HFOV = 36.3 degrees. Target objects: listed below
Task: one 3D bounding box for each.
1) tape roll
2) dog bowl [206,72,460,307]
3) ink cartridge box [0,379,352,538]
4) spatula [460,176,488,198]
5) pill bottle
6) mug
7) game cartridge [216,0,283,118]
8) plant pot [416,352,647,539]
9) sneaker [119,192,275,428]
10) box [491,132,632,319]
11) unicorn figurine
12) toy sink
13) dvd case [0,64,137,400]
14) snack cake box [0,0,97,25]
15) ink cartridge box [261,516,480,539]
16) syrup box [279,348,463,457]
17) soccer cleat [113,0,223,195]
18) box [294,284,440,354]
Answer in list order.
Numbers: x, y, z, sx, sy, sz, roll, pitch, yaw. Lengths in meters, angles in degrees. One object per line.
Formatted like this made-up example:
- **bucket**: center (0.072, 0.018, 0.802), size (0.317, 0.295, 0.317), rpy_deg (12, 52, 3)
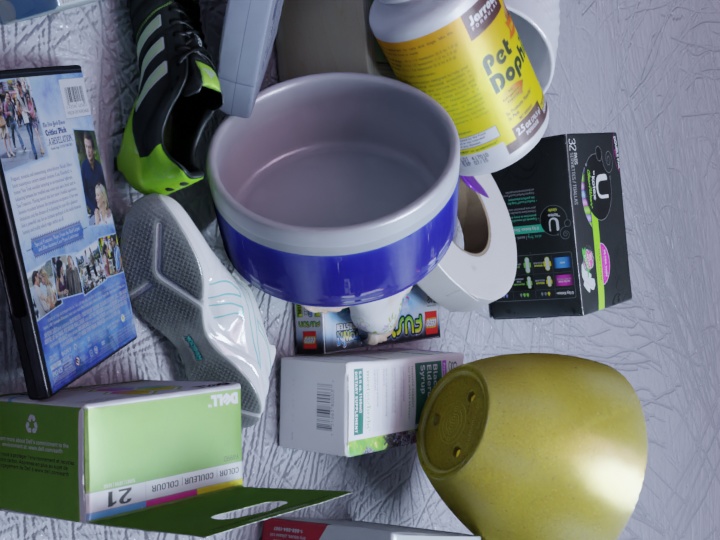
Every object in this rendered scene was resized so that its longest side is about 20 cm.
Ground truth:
- **tape roll**: center (0.088, -0.057, 1.113), size (0.202, 0.037, 0.206), rpy_deg (32, 45, -39)
- **dog bowl**: center (-0.020, -0.068, 0.871), size (0.080, 0.197, 0.201), rpy_deg (86, 28, -44)
- **ink cartridge box**: center (-0.123, 0.116, 0.717), size (0.147, 0.197, 0.077), rpy_deg (0, 87, -54)
- **spatula**: center (0.063, -0.093, 1.049), size (0.198, 0.021, 0.057), rpy_deg (-4, 50, -50)
- **pill bottle**: center (0.077, -0.187, 0.919), size (0.201, 0.108, 0.110), rpy_deg (58, 45, -34)
- **mug**: center (0.128, -0.292, 1.151), size (0.201, 0.146, 0.177), rpy_deg (52, 38, -35)
- **game cartridge**: center (-0.074, -0.225, 0.836), size (0.134, 0.040, 0.202), rpy_deg (-86, -170, -47)
- **plant pot**: center (0.134, 0.155, 0.979), size (0.140, 0.199, 0.204), rpy_deg (24, 66, -27)
- **sneaker**: center (-0.123, 0.023, 0.851), size (0.081, 0.069, 0.203), rpy_deg (-68, 142, -53)
- **box**: center (0.229, -0.053, 1.292), size (0.147, 0.123, 0.204), rpy_deg (-12, 96, -53)
- **unicorn figurine**: center (0.000, 0.000, 0.943), size (0.139, 0.073, 0.201), rpy_deg (-59, 137, -21)
- **toy sink**: center (0.021, -0.234, 1.023), size (0.199, 0.110, 0.133), rpy_deg (-8, 95, -54)
- **dvd case**: center (-0.202, -0.032, 0.730), size (0.143, 0.017, 0.204), rpy_deg (-45, 127, -73)
- **snack cake box**: center (-0.213, -0.280, 0.736), size (0.115, 0.066, 0.204), rpy_deg (-33, 114, -48)
- **ink cartridge box**: center (0.003, 0.318, 0.926), size (0.144, 0.143, 0.204), rpy_deg (20, 72, -52)
- **syrup box**: center (0.016, 0.117, 1.014), size (0.198, 0.080, 0.081), rpy_deg (2, 89, -54)
- **soccer cleat**: center (-0.136, -0.155, 0.822), size (0.067, 0.080, 0.204), rpy_deg (15, 75, -53)
- **box**: center (0.010, 0.017, 1.053), size (0.199, 0.034, 0.113), rpy_deg (-3, 90, -55)
